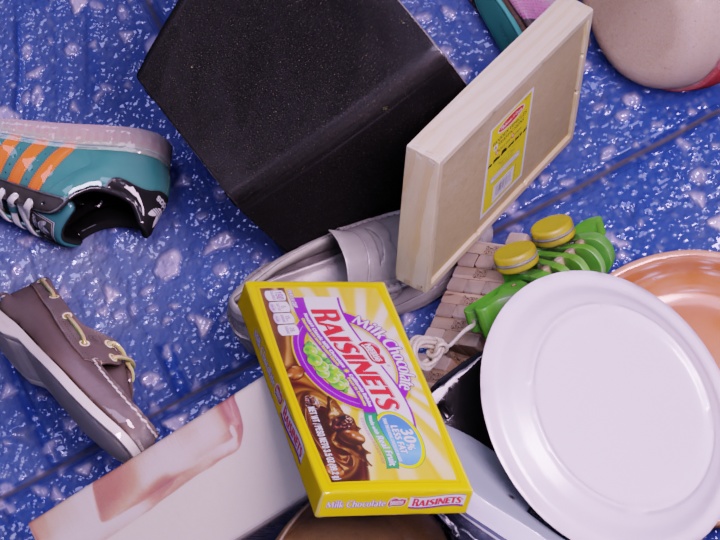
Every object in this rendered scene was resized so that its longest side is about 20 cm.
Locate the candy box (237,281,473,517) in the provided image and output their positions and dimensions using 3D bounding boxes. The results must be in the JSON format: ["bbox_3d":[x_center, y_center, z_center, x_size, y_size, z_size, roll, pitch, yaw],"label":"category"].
[{"bbox_3d":[-0.005,0.078,1.564,0.102,0.027,0.201,2,39,-23],"label":"candy box"}]

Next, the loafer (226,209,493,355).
[{"bbox_3d":[0.000,0.000,1.738,0.199,0.070,0.070,-27,65,-3],"label":"loafer"}]

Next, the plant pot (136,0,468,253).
[{"bbox_3d":[-0.036,-0.126,1.743,0.177,0.200,0.200,-41,66,3],"label":"plant pot"}]

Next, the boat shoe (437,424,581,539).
[{"bbox_3d":[0.084,0.183,1.583,0.200,0.071,0.091,37,114,11],"label":"boat shoe"}]

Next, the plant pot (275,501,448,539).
[{"bbox_3d":[-0.006,0.235,1.585,0.027,0.200,0.201,-2,61,44],"label":"plant pot"}]

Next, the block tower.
[{"bbox_3d":[0.071,0.072,1.693,0.058,0.054,0.201,8,65,46],"label":"block tower"}]

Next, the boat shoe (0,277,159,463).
[{"bbox_3d":[-0.194,0.066,1.719,0.059,0.072,0.200,-37,43,-16],"label":"boat shoe"}]

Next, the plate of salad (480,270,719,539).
[{"bbox_3d":[0.160,0.096,1.613,0.199,0.048,0.201,12,62,-25],"label":"plate of salad"}]

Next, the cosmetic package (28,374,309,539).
[{"bbox_3d":[-0.106,0.154,1.637,0.199,0.103,0.088,-31,77,10],"label":"cosmetic package"}]

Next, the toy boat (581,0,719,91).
[{"bbox_3d":[0.234,-0.227,1.788,0.130,0.131,0.201,-5,66,-29],"label":"toy boat"}]

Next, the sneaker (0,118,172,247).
[{"bbox_3d":[-0.238,-0.060,1.801,0.198,0.071,0.080,0,62,7],"label":"sneaker"}]

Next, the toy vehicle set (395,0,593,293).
[{"bbox_3d":[0.092,-0.088,1.695,0.026,0.125,0.200,28,49,21],"label":"toy vehicle set"}]

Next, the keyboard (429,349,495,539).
[{"bbox_3d":[0.101,0.159,1.641,0.104,0.040,0.201,-35,94,-9],"label":"keyboard"}]

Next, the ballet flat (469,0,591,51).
[{"bbox_3d":[0.103,-0.225,1.831,0.071,0.069,0.200,-25,68,-23],"label":"ballet flat"}]

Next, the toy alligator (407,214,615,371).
[{"bbox_3d":[0.114,0.017,1.653,0.200,0.060,0.054,-35,25,-35],"label":"toy alligator"}]

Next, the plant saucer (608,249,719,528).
[{"bbox_3d":[0.226,0.084,1.684,0.199,0.037,0.202,-3,67,7],"label":"plant saucer"}]
